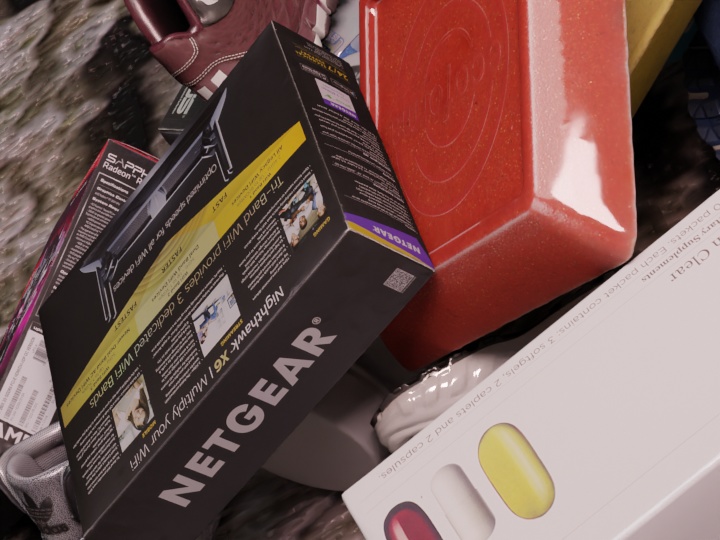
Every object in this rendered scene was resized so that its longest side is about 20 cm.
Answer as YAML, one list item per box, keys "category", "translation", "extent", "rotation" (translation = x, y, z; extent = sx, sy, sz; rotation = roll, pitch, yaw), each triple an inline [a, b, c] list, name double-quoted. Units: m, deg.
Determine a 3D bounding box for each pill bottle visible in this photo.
- category: "pill bottle"
  translation: [0.000, 0.000, 1.038]
  extent: [0.114, 0.114, 0.201]
  rotation: [-2, 55, 38]

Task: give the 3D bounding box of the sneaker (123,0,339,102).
- category: "sneaker"
  translation: [-0.064, -0.174, 1.089]
  extent: [0.075, 0.115, 0.201]
  rotation: [-27, 41, 42]

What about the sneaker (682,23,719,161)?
- category: "sneaker"
  translation: [0.208, -0.137, 1.015]
  extent: [0.077, 0.085, 0.202]
  rotation: [-27, 61, 54]

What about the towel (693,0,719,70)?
- category: "towel"
  translation: [0.224, -0.086, 0.914]
  extent: [0.111, 0.049, 0.201]
  rotation: [-30, 74, 12]

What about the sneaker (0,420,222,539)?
- category: "sneaker"
  translation: [-0.141, 0.149, 1.024]
  extent: [0.075, 0.114, 0.201]
  rotation: [-4, 53, 37]

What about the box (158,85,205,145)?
- category: "box"
  translation: [-0.010, -0.144, 1.223]
  extent: [0.158, 0.048, 0.201]
  rotation: [7, 60, 43]

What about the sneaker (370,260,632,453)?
- category: "sneaker"
  translation: [0.106, 0.048, 0.953]
  extent: [0.199, 0.074, 0.080]
  rotation: [-30, 83, -1]

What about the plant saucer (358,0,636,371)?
- category: "plant saucer"
  translation: [0.048, -0.076, 0.903]
  extent: [0.199, 0.036, 0.202]
  rotation: [148, 125, -59]

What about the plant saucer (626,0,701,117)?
- category: "plant saucer"
  translation: [0.094, -0.146, 0.957]
  extent: [0.201, 0.048, 0.200]
  rotation: [-61, 40, 30]

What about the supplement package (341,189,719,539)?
- category: "supplement package"
  translation: [0.125, 0.098, 0.815]
  extent: [0.200, 0.156, 0.111]
  rotation: [-39, 40, 4]

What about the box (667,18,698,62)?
- category: "box"
  translation: [0.101, -0.192, 1.036]
  extent: [0.200, 0.049, 0.083]
  rotation: [50, 126, 36]

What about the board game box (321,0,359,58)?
- category: "board game box"
  translation: [-0.004, -0.196, 1.191]
  extent: [0.199, 0.043, 0.200]
  rotation: [-47, 41, -4]

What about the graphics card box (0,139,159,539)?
- category: "graphics card box"
  translation: [-0.169, 0.039, 1.151]
  extent: [0.125, 0.051, 0.201]
  rotation: [-43, 24, 59]

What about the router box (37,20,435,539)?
- category: "router box"
  translation: [-0.064, 0.010, 0.949]
  extent: [0.200, 0.052, 0.158]
  rotation: [-48, 37, 23]
